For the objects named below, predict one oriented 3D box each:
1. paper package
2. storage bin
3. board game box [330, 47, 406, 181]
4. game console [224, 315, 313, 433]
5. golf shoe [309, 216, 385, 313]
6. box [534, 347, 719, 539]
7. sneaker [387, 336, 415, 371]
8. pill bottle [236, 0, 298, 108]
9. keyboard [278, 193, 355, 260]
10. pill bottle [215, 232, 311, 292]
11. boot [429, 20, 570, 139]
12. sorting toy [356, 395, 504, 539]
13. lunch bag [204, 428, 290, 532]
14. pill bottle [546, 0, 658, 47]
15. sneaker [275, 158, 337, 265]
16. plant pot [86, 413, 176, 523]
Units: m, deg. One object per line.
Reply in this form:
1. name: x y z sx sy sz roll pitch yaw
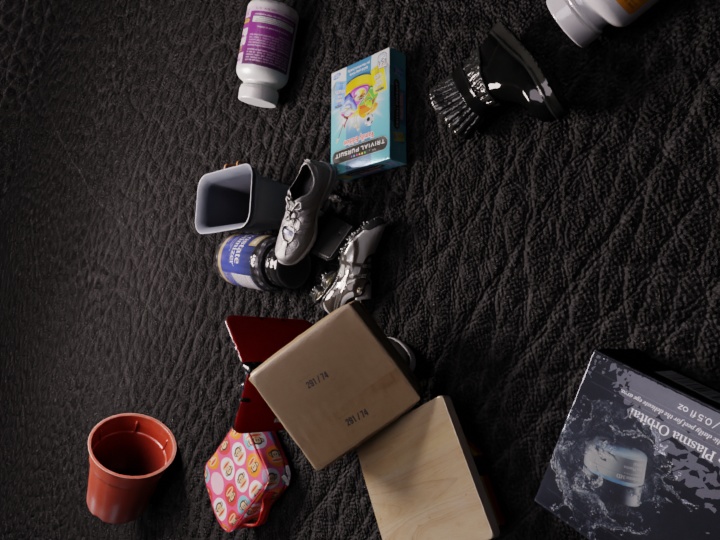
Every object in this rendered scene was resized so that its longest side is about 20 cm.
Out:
1. paper package: -0.034 0.174 0.996 0.200 0.103 0.191 -37 86 6
2. storage bin: -0.229 -0.142 1.327 0.199 0.134 0.146 -3 82 45
3. board game box: 0.012 -0.277 1.161 0.151 0.047 0.201 -8 78 45
4. game console: -0.151 0.184 1.152 0.118 0.199 0.173 22 100 46
5. golf shoe: 0.000 0.000 1.129 0.094 0.078 0.200 41 114 17
6. box: 0.332 0.217 0.712 0.196 0.117 0.201 28 105 44
7. sneaker: -0.005 0.135 1.081 0.199 0.099 0.071 15 93 44
8. pill bottle: -0.200 -0.452 1.358 0.112 0.112 0.201 12 92 46
9. keyboard: -0.072 -0.095 1.209 0.127 0.021 0.200 -55 41 -4
10. pill bottle: -0.193 -0.016 1.287 0.199 0.112 0.113 7 89 46
11. boot: 0.198 -0.246 0.940 0.158 0.079 0.212 -43 45 25
12. sorting toy: 0.106 0.317 0.962 0.200 0.069 0.200 -39 58 36
13. lunch bag: -0.223 0.416 1.276 0.200 0.082 0.176 -52 52 26
14. pill bottle: 0.335 -0.378 0.798 0.200 0.111 0.112 -38 59 35
15. sneaker: -0.115 -0.109 1.155 0.074 0.082 0.201 20 91 31
16. plant pot: -0.566 0.486 1.553 0.201 0.200 0.196 47 125 39
